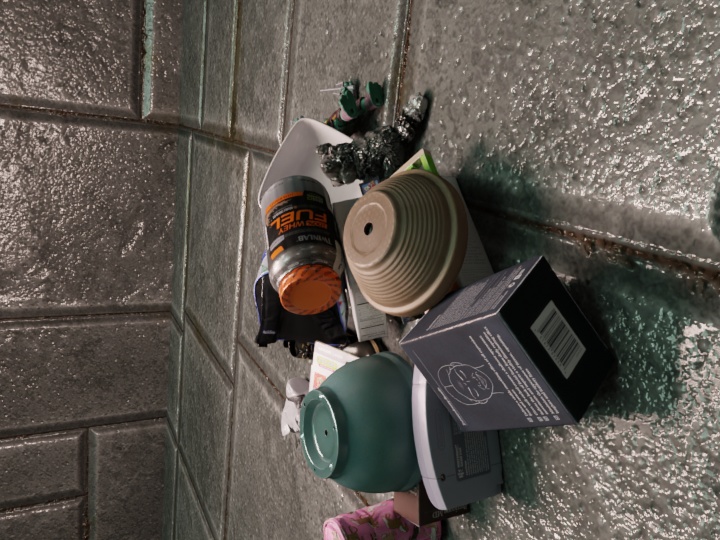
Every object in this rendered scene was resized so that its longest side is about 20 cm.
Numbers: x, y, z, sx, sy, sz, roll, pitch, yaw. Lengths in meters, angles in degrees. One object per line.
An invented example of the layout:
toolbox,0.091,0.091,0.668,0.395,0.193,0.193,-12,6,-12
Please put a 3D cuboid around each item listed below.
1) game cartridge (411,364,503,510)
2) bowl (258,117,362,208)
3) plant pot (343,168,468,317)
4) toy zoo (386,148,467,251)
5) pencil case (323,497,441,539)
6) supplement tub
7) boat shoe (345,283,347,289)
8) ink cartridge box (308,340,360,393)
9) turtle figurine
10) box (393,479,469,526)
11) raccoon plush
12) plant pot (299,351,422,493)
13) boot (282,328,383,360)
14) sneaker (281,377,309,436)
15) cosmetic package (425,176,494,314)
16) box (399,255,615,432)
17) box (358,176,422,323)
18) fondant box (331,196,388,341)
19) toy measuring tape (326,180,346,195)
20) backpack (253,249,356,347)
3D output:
game cartridge,0.131,0.210,0.808,0.040,0.131,0.206,-16,76,51
bowl,-0.072,-0.156,1.110,0.203,0.196,0.075,-61,-4,-1
plant pot,0.042,-0.046,0.799,0.198,0.091,0.207,-15,69,43
toy zoo,0.079,-0.055,0.848,0.130,0.020,0.204,-37,57,37
pencil case,0.036,0.406,0.916,0.086,0.196,0.085,-31,65,54
supplement tub,-0.092,-0.041,0.938,0.124,0.119,0.204,121,145,-43
boat shoe,-0.065,-0.026,1.206,0.201,0.066,0.073,-124,23,-43
ink cartridge box,0.006,0.224,1.019,0.197,0.083,0.181,16,105,36
turtle figurine,-0.044,-0.306,1.155,0.101,0.150,0.198,50,155,-20
box,0.106,0.262,0.887,0.074,0.098,0.206,4,95,60
raccoon plush,0.009,-0.225,0.993,0.204,0.131,0.097,-67,29,16
plant pot,-0.007,0.227,0.854,0.198,0.131,0.207,3,94,57
boot,-0.054,0.161,1.140,0.198,0.135,0.080,4,94,60
sneaker,-0.129,0.349,1.352,0.201,0.073,0.118,-125,43,-53
cosmetic package,0.123,-0.029,0.879,0.102,0.070,0.204,-52,46,48
box,0.167,0.097,0.705,0.150,0.107,0.199,52,148,-6
box,0.051,-0.031,0.972,0.137,0.037,0.204,67,-174,-64
fondant box,0.000,0.000,1.018,0.146,0.057,0.203,-105,6,-45
toy measuring tape,-0.036,-0.131,1.170,0.073,0.072,0.205,-38,61,55
backpack,-0.105,0.038,1.078,0.193,0.194,0.157,86,-176,-51
